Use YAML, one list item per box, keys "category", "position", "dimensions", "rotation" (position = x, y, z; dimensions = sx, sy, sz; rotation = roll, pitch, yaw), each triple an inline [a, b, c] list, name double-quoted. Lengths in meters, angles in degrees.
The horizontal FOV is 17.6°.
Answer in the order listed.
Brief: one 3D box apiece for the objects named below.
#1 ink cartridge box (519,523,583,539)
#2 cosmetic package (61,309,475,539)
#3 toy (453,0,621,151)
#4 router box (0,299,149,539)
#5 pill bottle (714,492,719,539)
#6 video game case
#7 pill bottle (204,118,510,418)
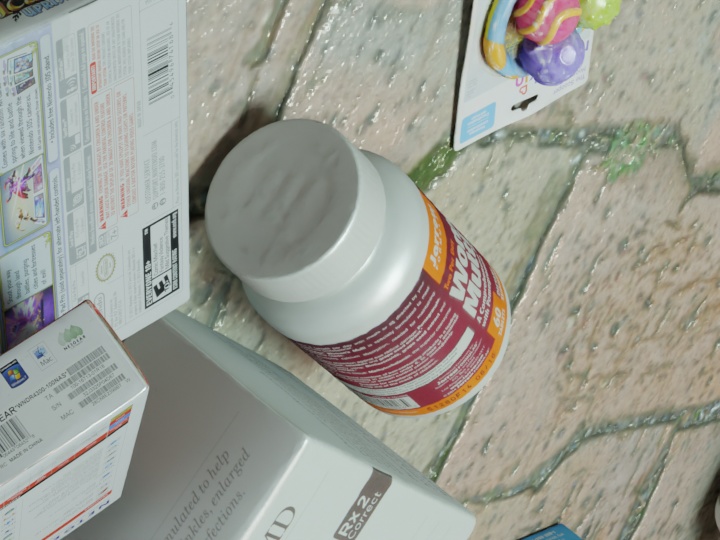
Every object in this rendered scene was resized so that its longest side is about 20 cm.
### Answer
- category: "ink cartridge box"
  position: [0.149, 0.309, 1.652]
  dimensions: [0.146, 0.200, 0.147]
  rotation: [-15, 131, -44]
- category: "cosmetic package"
  position: [-0.078, 0.135, 1.242]
  dimensions: [0.165, 0.165, 0.200]
  rotation: [-56, 147, 2]
- category: "toy"
  position: [0.115, -0.159, 1.322]
  dimensions: [0.115, 0.047, 0.201]
  rotation: [-28, 138, -32]
- category: "router box"
  position: [-0.192, 0.113, 1.021]
  dimensions: [0.199, 0.049, 0.180]
  rotation: [-34, 169, -20]
- category: "pill bottle"
  position: [0.352, 0.181, 1.862]
  dimensions: [0.119, 0.119, 0.201]
  rotation: [-6, 124, -49]
- category: "video game case"
  position: [-0.156, -0.031, 1.014]
  dimensions: [0.181, 0.045, 0.201]
  rotation: [-32, 142, -34]
- category: "pill bottle"
  position: [0.000, 0.000, 1.268]
  dimensions: [0.110, 0.109, 0.200]
  rotation: [-51, 147, -3]
